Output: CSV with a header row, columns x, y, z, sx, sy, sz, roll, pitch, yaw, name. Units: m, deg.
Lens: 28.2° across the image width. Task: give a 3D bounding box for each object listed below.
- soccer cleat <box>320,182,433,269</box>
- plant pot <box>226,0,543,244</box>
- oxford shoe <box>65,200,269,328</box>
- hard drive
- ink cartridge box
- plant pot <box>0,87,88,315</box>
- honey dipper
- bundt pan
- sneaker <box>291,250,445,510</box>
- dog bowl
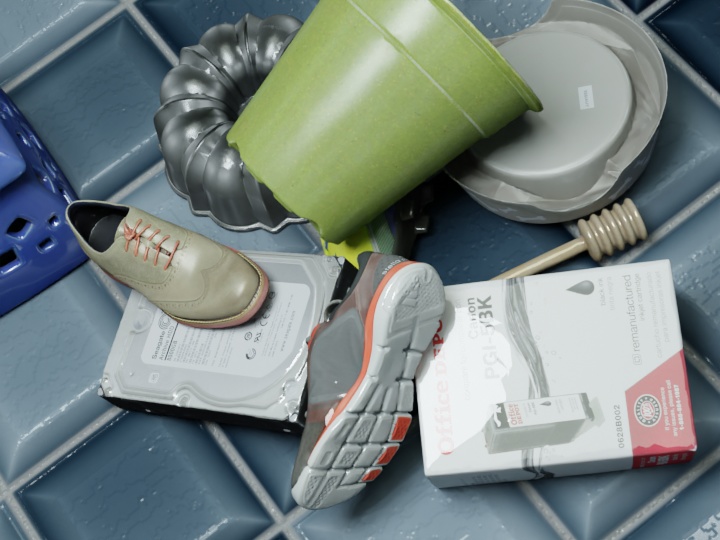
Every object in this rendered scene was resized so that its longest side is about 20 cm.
x,y,z,sx,sy,sz,roll,pitch,yaw,name
0.000,0.000,1.170,0.084,0.065,0.200,4,67,28,soccer cleat
0.003,-0.127,1.100,0.190,0.200,0.200,-45,66,5,plant pot
-0.160,-0.008,1.134,0.200,0.075,0.070,16,74,37,oxford shoe
-0.106,0.051,1.143,0.200,0.038,0.140,4,67,33,hard drive
0.141,0.080,1.080,0.200,0.083,0.147,-8,76,8,ink cartridge box
-0.366,-0.071,1.200,0.200,0.180,0.200,-34,66,-5,plant pot
0.132,-0.001,1.155,0.200,0.038,0.038,-24,65,2,honey dipper
-0.086,-0.138,1.233,0.202,0.076,0.202,-4,66,9,bundt pan
-0.007,0.078,1.055,0.082,0.077,0.200,29,96,43,sneaker
0.153,-0.127,1.181,0.200,0.059,0.200,-7,61,14,dog bowl
